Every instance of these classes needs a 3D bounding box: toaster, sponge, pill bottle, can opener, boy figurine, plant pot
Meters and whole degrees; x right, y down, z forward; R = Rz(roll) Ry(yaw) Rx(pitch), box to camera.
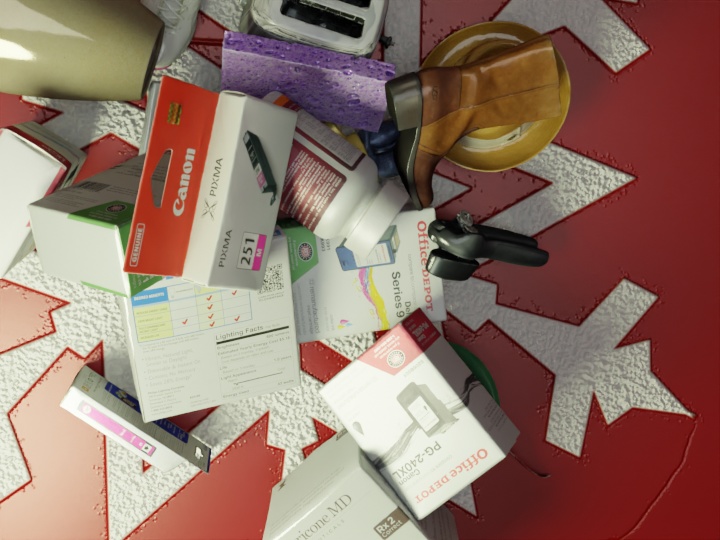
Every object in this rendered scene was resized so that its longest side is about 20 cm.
[{"bbox_3d":[-0.046,-0.298,1.222,0.198,0.129,0.115,18,87,-8],"label":"toaster"},{"bbox_3d":[-0.064,-0.218,1.207,0.198,0.112,0.030,10,67,-7],"label":"sponge"},{"bbox_3d":[-0.049,-0.107,1.198,0.199,0.110,0.110,36,94,-1],"label":"pill bottle"},{"bbox_3d":[0.158,-0.032,1.296,0.199,0.064,0.079,0,134,-41],"label":"can opener"},{"bbox_3d":[-0.018,-0.136,1.289,0.198,0.064,0.126,-20,92,-7],"label":"boy figurine"},{"bbox_3d":[-0.330,-0.268,1.175,0.198,0.187,0.189,18,97,-10],"label":"plant pot"}]

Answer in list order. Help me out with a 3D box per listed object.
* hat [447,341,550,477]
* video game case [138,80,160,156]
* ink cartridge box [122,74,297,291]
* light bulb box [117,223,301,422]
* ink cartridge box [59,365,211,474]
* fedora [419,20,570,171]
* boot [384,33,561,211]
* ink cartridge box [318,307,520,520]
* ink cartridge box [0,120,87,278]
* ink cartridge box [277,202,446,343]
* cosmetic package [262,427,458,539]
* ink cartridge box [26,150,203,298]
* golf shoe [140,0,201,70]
[{"bbox_3d":[0.135,0.194,1.383,0.164,0.176,0.202,-13,82,24],"label":"hat"},{"bbox_3d":[-0.184,-0.114,1.270,0.180,0.023,0.202,7,98,-27],"label":"video game case"},{"bbox_3d":[-0.149,-0.084,1.064,0.043,0.173,0.202,14,94,32],"label":"ink cartridge box"},{"bbox_3d":[-0.183,0.045,1.231,0.196,0.125,0.202,-11,116,-16],"label":"light bulb box"},{"bbox_3d":[-0.277,0.196,1.301,0.199,0.095,0.037,33,95,-10],"label":"ink cartridge box"},{"bbox_3d":[0.161,-0.220,1.265,0.198,0.082,0.203,0,84,4],"label":"fedora"},{"bbox_3d":[0.135,-0.168,1.208,0.198,0.069,0.190,-16,126,-6],"label":"boot"},{"bbox_3d":[0.071,0.172,1.245,0.145,0.083,0.201,-41,86,21],"label":"ink cartridge box"},{"bbox_3d":[-0.392,-0.087,1.189,0.085,0.200,0.148,31,95,-11],"label":"ink cartridge box"},{"bbox_3d":[0.000,0.000,1.303,0.198,0.088,0.147,-8,100,-8],"label":"ink cartridge box"},{"bbox_3d":[0.004,0.327,1.308,0.165,0.165,0.200,-41,101,9],"label":"cosmetic package"},{"bbox_3d":[-0.229,-0.060,1.122,0.145,0.200,0.085,13,121,35],"label":"ink cartridge box"},{"bbox_3d":[-0.217,-0.334,1.225,0.075,0.092,0.202,20,98,-10],"label":"golf shoe"}]
